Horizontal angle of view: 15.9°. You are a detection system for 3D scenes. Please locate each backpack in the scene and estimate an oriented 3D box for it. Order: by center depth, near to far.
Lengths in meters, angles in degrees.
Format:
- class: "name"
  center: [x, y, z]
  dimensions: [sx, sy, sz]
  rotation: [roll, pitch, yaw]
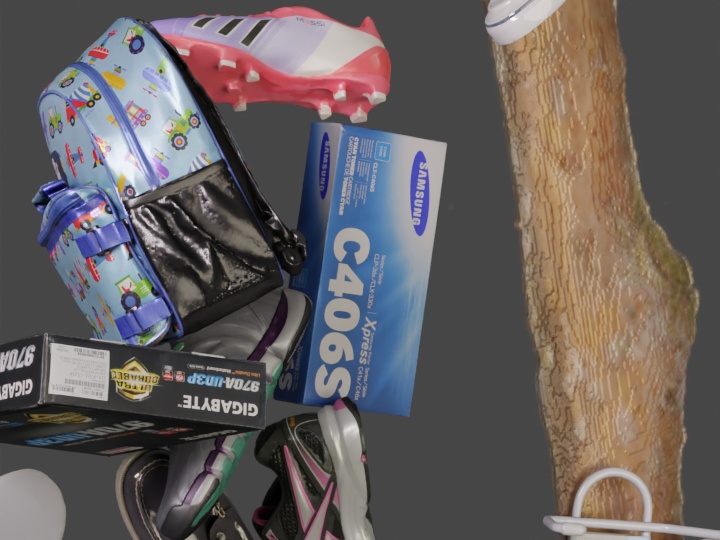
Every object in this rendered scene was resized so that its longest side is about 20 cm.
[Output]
- class: "backpack"
  center: [-0.144, -0.055, 1.670]
  dimensions: [0.134, 0.183, 0.200]
  rotation: [-28, 94, -14]

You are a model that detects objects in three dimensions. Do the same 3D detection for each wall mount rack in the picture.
- class: "wall mount rack"
  center: [0.221, 0.255, 1.969]
  dimensions: [0.173, 0.075, 0.201]
  rotation: [5, 91, -9]

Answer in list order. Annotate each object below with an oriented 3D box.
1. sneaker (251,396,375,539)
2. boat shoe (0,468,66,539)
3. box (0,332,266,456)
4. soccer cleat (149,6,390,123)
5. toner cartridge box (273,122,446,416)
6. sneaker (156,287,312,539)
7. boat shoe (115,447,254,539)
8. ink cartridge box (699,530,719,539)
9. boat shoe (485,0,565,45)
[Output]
- class: "sneaker"
  center: [-0.032, 0.185, 1.831]
  dimensions: [0.086, 0.080, 0.201]
  rotation: [-8, 108, -1]
- class: "boat shoe"
  center: [-0.266, 0.204, 1.672]
  dimensions: [0.072, 0.066, 0.200]
  rotation: [54, 45, -21]
- class: "box"
  center: [-0.178, 0.081, 1.640]
  dimensions: [0.159, 0.200, 0.046]
  rotation: [10, 76, -34]
- class: "soccer cleat"
  center: [-0.069, -0.153, 1.784]
  dimensions: [0.199, 0.067, 0.077]
  rotation: [8, 59, -28]
- class: "toner cartridge box"
  center: [0.000, 0.000, 1.844]
  dimensions: [0.095, 0.043, 0.201]
  rotation: [8, 89, -35]
- class: "sneaker"
  center: [-0.110, 0.087, 1.758]
  dimensions: [0.087, 0.074, 0.200]
  rotation: [26, 61, 1]
- class: "boat shoe"
  center: [-0.094, 0.201, 1.787]
  dimensions: [0.073, 0.063, 0.200]
  rotation: [-43, 114, -20]
- class: "ink cartridge box"
  center: [0.353, 0.263, 2.019]
  dimensions: [0.125, 0.200, 0.129]
  rotation: [-23, 107, -48]
- class: "boat shoe"
  center: [0.137, -0.255, 1.905]
  dimensions: [0.065, 0.073, 0.200]
  rotation: [44, 61, -23]
